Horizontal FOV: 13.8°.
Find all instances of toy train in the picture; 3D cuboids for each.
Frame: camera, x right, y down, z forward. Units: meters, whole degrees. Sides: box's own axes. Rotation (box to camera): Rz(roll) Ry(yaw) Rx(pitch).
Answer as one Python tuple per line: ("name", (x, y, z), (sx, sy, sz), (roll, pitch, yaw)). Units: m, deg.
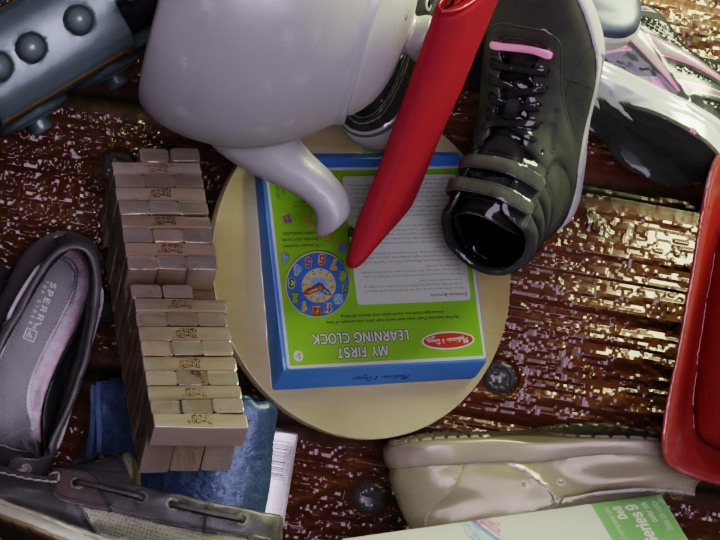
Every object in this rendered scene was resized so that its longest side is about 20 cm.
("toy train", (-0.195, -0.117, 1.677), (0.200, 0.114, 0.085), (-30, 96, -13))

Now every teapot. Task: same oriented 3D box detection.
("teapot", (-0.029, -0.152, 1.630), (0.146, 0.200, 0.198), (16, 67, 0))

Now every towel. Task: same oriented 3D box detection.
("towel", (-0.113, 0.162, 1.702), (0.112, 0.049, 0.200), (8, 86, 20))

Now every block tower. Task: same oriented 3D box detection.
("block tower", (-0.107, 0.024, 1.670), (0.054, 0.058, 0.200), (0, 49, -15))

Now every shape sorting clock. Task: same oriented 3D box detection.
("shape sorting clock", (0.000, 0.000, 1.750), (0.200, 0.039, 0.200), (7, 76, -28))

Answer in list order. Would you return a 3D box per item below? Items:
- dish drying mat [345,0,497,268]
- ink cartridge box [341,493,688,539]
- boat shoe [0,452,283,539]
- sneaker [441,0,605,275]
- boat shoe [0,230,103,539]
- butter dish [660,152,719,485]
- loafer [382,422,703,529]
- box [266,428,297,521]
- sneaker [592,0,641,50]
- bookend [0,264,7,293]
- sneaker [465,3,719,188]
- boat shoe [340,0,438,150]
("dish drying mat", (0.035, -0.089, 1.655), (0.018, 0.200, 0.077), (31, 46, 9))
("ink cartridge box", (0.089, 0.220, 1.723), (0.200, 0.088, 0.145), (-8, 124, -15))
("boat shoe", (-0.138, 0.133, 1.653), (0.201, 0.072, 0.066), (18, 75, 10))
("sneaker", (0.091, -0.083, 1.710), (0.071, 0.099, 0.200), (13, 127, 19))
("boat shoe", (-0.196, 0.072, 1.701), (0.067, 0.057, 0.200), (20, 84, -13))
("butter dish", (0.295, 0.041, 1.756), (0.200, 0.148, 0.200), (15, 84, -41))
("loafer", (0.110, 0.128, 1.770), (0.200, 0.076, 0.068), (0, 94, -11))
("box", (-0.074, 0.188, 1.738), (0.041, 0.039, 0.200), (9, 86, -12))
("sneaker", (0.127, -0.230, 1.743), (0.075, 0.085, 0.200), (-9, 71, -33))
("bookend", (-0.286, 0.109, 1.648), (0.092, 0.199, 0.200), (22, 39, -12))
("sneaker", (0.138, -0.130, 1.792), (0.200, 0.080, 0.086), (32, 55, -7))
("boat shoe", (0.022, -0.172, 1.724), (0.070, 0.066, 0.200), (14, 79, 32))
